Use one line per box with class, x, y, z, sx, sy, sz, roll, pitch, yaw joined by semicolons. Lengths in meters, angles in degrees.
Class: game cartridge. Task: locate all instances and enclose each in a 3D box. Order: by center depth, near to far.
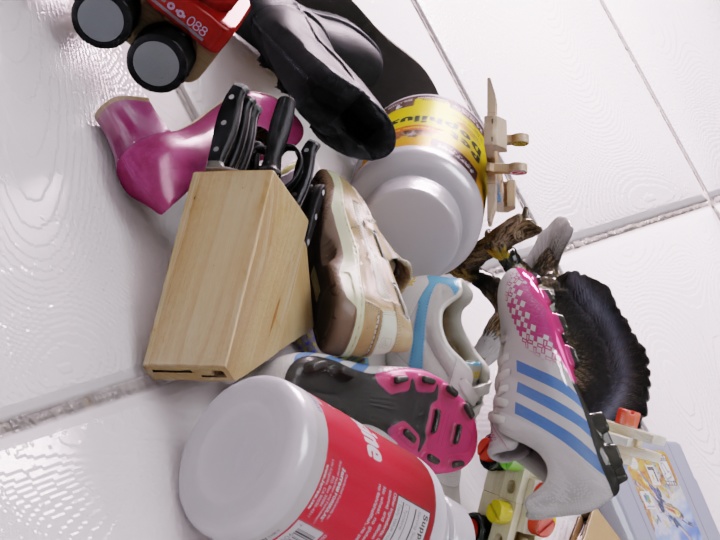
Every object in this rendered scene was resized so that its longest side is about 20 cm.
game cartridge;0.255;0.212;2.058;0.200;0.041;0.134;9;51;-58

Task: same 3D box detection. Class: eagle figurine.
eagle figurine;0.141;0.061;1.887;0.201;0.151;0.152;57;8;0

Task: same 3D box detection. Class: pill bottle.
pill bottle;-0.016;0.156;1.552;0.200;0.112;0.113;33;36;-41
pill bottle;0.046;-0.062;1.865;0.109;0.109;0.200;52;18;-14

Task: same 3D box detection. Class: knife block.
knife block;-0.086;-0.031;1.603;0.200;0.064;0.177;-34;120;-63

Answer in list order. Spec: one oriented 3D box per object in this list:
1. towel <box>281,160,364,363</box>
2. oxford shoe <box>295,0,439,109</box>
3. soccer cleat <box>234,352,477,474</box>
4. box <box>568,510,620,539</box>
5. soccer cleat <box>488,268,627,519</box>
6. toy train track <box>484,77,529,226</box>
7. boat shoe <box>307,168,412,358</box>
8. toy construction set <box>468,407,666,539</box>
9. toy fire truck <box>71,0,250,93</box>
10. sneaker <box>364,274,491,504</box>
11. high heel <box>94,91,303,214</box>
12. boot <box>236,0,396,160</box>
towel;-0.028;0.012;1.786;0.201;0.023;0.144;61;25;4
oxford shoe;0.009;-0.171;1.998;0.200;0.071;0.071;53;0;-24
soccer cleat;-0.003;0.096;1.656;0.199;0.086;0.070;21;74;-42
box;0.223;0.313;1.899;0.200;0.021;0.164;52;31;-15
soccer cleat;0.122;0.088;1.703;0.070;0.086;0.201;68;1;-57
toy train track;0.119;-0.083;1.883;0.200;0.032;0.115;68;22;-76
boat shoe;0.000;0.000;1.705;0.076;0.072;0.200;10;36;-15
toy construction set;0.140;0.185;1.744;0.092;0.131;0.201;32;80;-35
toy fire truck;-0.136;-0.244;1.636;0.176;0.200;0.129;38;29;-8
sneaker;0.054;0.103;1.739;0.076;0.080;0.201;4;77;-66
high heel;-0.098;-0.078;1.695;0.200;0.067;0.096;5;48;-53
boot;-0.015;-0.147;1.842;0.164;0.066;0.200;23;14;-34
